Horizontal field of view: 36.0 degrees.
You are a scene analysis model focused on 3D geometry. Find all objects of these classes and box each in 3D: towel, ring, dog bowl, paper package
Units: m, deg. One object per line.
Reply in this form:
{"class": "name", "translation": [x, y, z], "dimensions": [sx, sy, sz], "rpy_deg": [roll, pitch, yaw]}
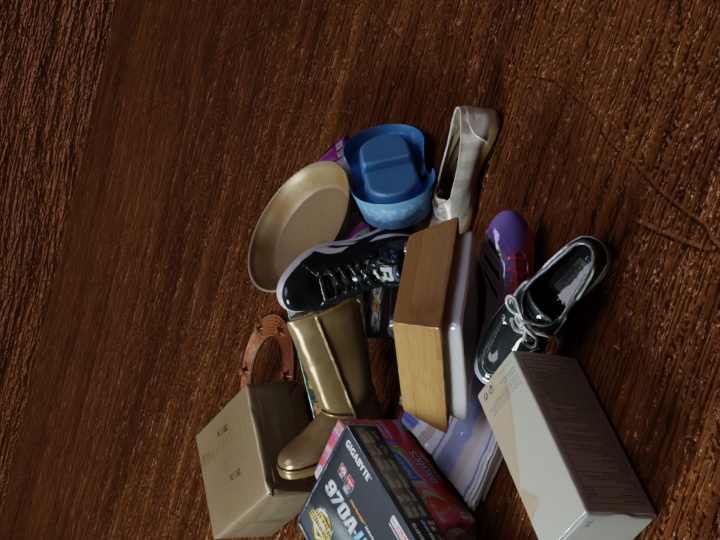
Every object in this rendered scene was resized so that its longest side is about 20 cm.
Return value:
{"class": "towel", "translation": [0.117, 0.174, 1.342], "dimensions": [0.200, 0.024, 0.147], "rpy_deg": [48, 122, 55]}
{"class": "ring", "translation": [-0.160, 0.172, 1.842], "dimensions": [0.200, 0.019, 0.201], "rpy_deg": [-28, 57, 56]}
{"class": "dog bowl", "translation": [0.040, -0.124, 1.468], "dimensions": [0.200, 0.111, 0.050], "rpy_deg": [-101, -1, -54]}
{"class": "paper package", "translation": [-0.156, 0.292, 1.699], "dimensions": [0.200, 0.103, 0.191], "rpy_deg": [-48, 48, 44]}

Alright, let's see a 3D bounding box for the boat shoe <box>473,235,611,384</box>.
{"class": "boat shoe", "translation": [0.185, 0.047, 1.163], "dimensions": [0.199, 0.068, 0.074], "rpy_deg": [-46, 75, 19]}

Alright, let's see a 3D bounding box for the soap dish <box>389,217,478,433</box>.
{"class": "soap dish", "translation": [0.086, 0.063, 1.250], "dimensions": [0.200, 0.081, 0.158], "rpy_deg": [82, -164, -49]}

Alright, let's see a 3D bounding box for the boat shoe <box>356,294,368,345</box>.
{"class": "boat shoe", "translation": [-0.027, 0.048, 1.552], "dimensions": [0.200, 0.071, 0.070], "rpy_deg": [-108, 36, -51]}

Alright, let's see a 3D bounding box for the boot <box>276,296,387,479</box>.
{"class": "boot", "translation": [-0.059, 0.148, 1.442], "dimensions": [0.066, 0.175, 0.201], "rpy_deg": [18, 130, 57]}

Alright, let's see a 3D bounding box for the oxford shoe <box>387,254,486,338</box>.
{"class": "oxford shoe", "translation": [0.103, 0.020, 1.373], "dimensions": [0.200, 0.071, 0.071], "rpy_deg": [-34, 29, 47]}

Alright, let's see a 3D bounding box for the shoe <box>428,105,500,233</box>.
{"class": "shoe", "translation": [0.117, -0.112, 1.396], "dimensions": [0.070, 0.053, 0.201], "rpy_deg": [39, 116, 58]}

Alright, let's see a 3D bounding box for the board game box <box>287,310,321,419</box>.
{"class": "board game box", "translation": [-0.078, 0.110, 1.575], "dimensions": [0.105, 0.023, 0.201], "rpy_deg": [-116, 13, -75]}

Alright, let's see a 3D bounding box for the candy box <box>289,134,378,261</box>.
{"class": "candy box", "translation": [-0.038, -0.080, 1.569], "dimensions": [0.136, 0.061, 0.200], "rpy_deg": [-39, 38, 23]}

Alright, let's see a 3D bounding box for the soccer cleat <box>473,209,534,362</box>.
{"class": "soccer cleat", "translation": [0.168, 0.034, 1.244], "dimensions": [0.076, 0.066, 0.201], "rpy_deg": [-157, 74, -72]}

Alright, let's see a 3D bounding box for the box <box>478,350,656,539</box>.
{"class": "box", "translation": [0.203, 0.183, 1.116], "dimensions": [0.078, 0.095, 0.200], "rpy_deg": [-58, 35, 35]}

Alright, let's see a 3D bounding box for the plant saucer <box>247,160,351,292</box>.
{"class": "plant saucer", "translation": [-0.075, -0.054, 1.507], "dimensions": [0.200, 0.035, 0.201], "rpy_deg": [-31, 42, 33]}

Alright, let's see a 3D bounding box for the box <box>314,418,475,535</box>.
{"class": "box", "translation": [0.038, 0.277, 1.358], "dimensions": [0.200, 0.099, 0.096], "rpy_deg": [50, 125, 47]}

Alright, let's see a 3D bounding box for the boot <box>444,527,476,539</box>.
{"class": "boot", "translation": [0.135, 0.336, 1.218], "dimensions": [0.201, 0.070, 0.146], "rpy_deg": [-68, 29, 21]}

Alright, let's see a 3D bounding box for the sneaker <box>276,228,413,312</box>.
{"class": "sneaker", "translation": [0.000, 0.000, 1.378], "dimensions": [0.112, 0.199, 0.073], "rpy_deg": [22, 134, 60]}

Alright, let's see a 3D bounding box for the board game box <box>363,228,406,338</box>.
{"class": "board game box", "translation": [0.027, -0.005, 1.556], "dimensions": [0.105, 0.023, 0.201], "rpy_deg": [-10, 74, 62]}

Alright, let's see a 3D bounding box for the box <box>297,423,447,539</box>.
{"class": "box", "translation": [0.011, 0.301, 1.264], "dimensions": [0.200, 0.046, 0.159], "rpy_deg": [55, 128, 44]}
